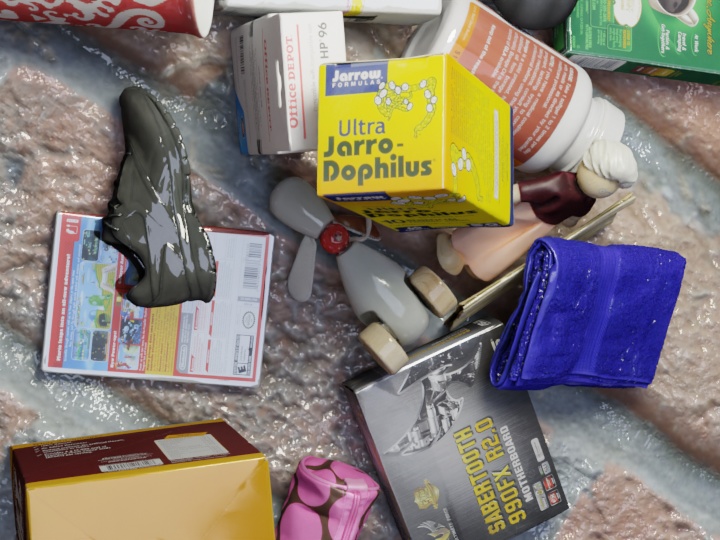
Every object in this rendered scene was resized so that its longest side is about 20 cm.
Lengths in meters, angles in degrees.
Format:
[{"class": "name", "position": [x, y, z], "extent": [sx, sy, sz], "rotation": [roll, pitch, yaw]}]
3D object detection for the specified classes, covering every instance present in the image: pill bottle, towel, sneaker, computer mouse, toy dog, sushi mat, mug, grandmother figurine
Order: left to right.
[{"class": "mug", "position": [-0.226, -0.270, 1.366], "extent": [0.199, 0.178, 0.134], "rotation": [1, 111, 3]}, {"class": "sneaker", "position": [-0.187, -0.062, 1.407], "extent": [0.090, 0.076, 0.201], "rotation": [-14, 83, -12]}, {"class": "toy dog", "position": [0.000, 0.000, 1.480], "extent": [0.131, 0.096, 0.201], "rotation": [-22, 85, -10]}, {"class": "pill bottle", "position": [0.139, -0.160, 1.482], "extent": [0.199, 0.112, 0.113], "rotation": [30, 86, -15]}, {"class": "sushi mat", "position": [0.167, -0.008, 1.510], "extent": [0.199, 0.096, 0.012], "rotation": [-33, 82, -11]}, {"class": "computer mouse", "position": [0.168, -0.313, 1.468], "extent": [0.138, 0.053, 0.201], "rotation": [16, 66, -8]}, {"class": "grandmother figurine", "position": [0.168, -0.056, 1.463], "extent": [0.121, 0.200, 0.061], "rotation": [-3, 65, -53]}, {"class": "towel", "position": [0.218, 0.047, 1.499], "extent": [0.199, 0.049, 0.148], "rotation": [3, 112, -41]}]

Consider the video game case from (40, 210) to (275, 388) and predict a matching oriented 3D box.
[{"class": "video game case", "position": [-0.181, 0.027, 1.454], "extent": [0.199, 0.017, 0.144], "rotation": [6, 92, -16]}]

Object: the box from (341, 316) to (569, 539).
[{"class": "box", "position": [0.091, 0.165, 1.517], "extent": [0.158, 0.048, 0.201], "rotation": [-23, 103, -13]}]

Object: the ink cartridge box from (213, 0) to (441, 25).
[{"class": "ink cartridge box", "position": [-0.031, -0.299, 1.440], "extent": [0.199, 0.086, 0.149], "rotation": [0, 94, -14]}]

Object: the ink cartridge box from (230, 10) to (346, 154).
[{"class": "ink cartridge box", "position": [-0.057, -0.159, 1.381], "extent": [0.067, 0.200, 0.117], "rotation": [-6, 96, -15]}]

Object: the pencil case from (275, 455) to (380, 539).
[{"class": "pencil case", "position": [-0.044, 0.273, 1.471], "extent": [0.090, 0.094, 0.201], "rotation": [17, 88, -16]}]

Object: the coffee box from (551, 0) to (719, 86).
[{"class": "coffee box", "position": [0.280, -0.246, 1.539], "extent": [0.199, 0.044, 0.124], "rotation": [4, 78, -16]}]

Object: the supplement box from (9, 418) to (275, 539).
[{"class": "supplement box", "position": [-0.189, 0.217, 1.370], "extent": [0.196, 0.200, 0.134], "rotation": [-6, 96, -15]}]

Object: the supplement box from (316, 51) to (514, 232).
[{"class": "supplement box", "position": [0.050, -0.100, 1.337], "extent": [0.108, 0.200, 0.110], "rotation": [-2, 82, 21]}]
